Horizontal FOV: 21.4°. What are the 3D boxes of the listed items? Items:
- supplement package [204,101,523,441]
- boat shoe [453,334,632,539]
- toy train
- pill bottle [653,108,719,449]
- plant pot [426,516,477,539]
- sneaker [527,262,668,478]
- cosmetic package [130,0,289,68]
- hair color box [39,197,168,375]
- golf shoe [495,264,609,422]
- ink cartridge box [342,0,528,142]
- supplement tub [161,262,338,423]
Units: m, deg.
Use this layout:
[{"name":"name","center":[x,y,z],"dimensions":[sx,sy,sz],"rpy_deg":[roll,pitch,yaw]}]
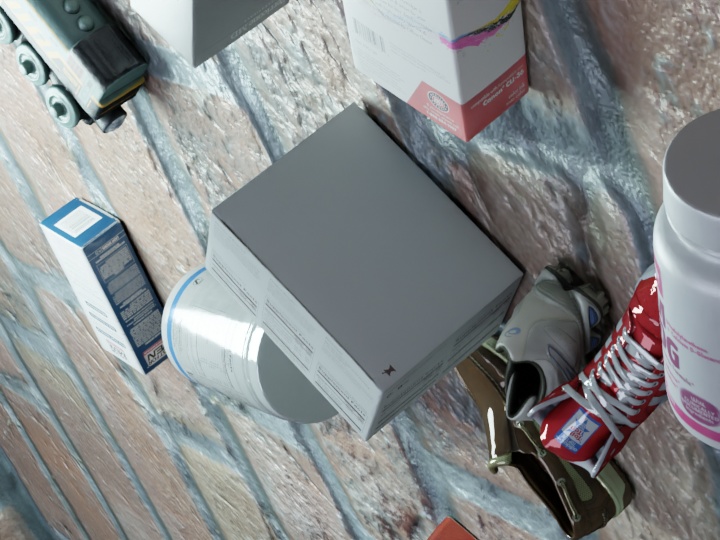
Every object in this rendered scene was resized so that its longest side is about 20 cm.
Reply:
[{"name":"supplement package","center":[0.000,0.000,1.515],"dimensions":[0.200,0.156,0.111],"rpy_deg":[46,158,13]},{"name":"boat shoe","center":[0.132,0.135,1.572],"dimensions":[0.202,0.075,0.075],"rpy_deg":[46,158,13]},{"name":"toy train","center":[-0.288,-0.228,1.845],"dimensions":[0.200,0.085,0.114],"rpy_deg":[52,146,5]},{"name":"pill bottle","center":[0.232,0.007,1.128],"dimensions":[0.113,0.113,0.201],"rpy_deg":[34,152,37]},{"name":"plant pot","center":[0.100,0.411,1.926],"dimensions":[0.200,0.176,0.200],"rpy_deg":[38,155,30]},{"name":"sneaker","center":[0.181,0.075,1.331],"dimensions":[0.071,0.112,0.200],"rpy_deg":[44,157,17]},{"name":"cosmetic package","center":[-0.110,-0.254,1.410],"dimensions":[0.090,0.107,0.200],"rpy_deg":[44,159,20]},{"name":"hair color box","center":[-0.294,0.019,2.251],"dimensions":[0.100,0.060,0.201],"rpy_deg":[27,147,46]},{"name":"golf shoe","center":[0.143,0.089,1.455],"dimensions":[0.078,0.097,0.200],"rpy_deg":[30,151,40]},{"name":"ink cartridge box","center":[0.043,-0.195,1.250],"dimensions":[0.116,0.067,0.200],"rpy_deg":[37,155,31]},{"name":"supplement tub","center":[-0.094,0.065,1.835],"dimensions":[0.200,0.132,0.132],"rpy_deg":[14,138,55]}]
